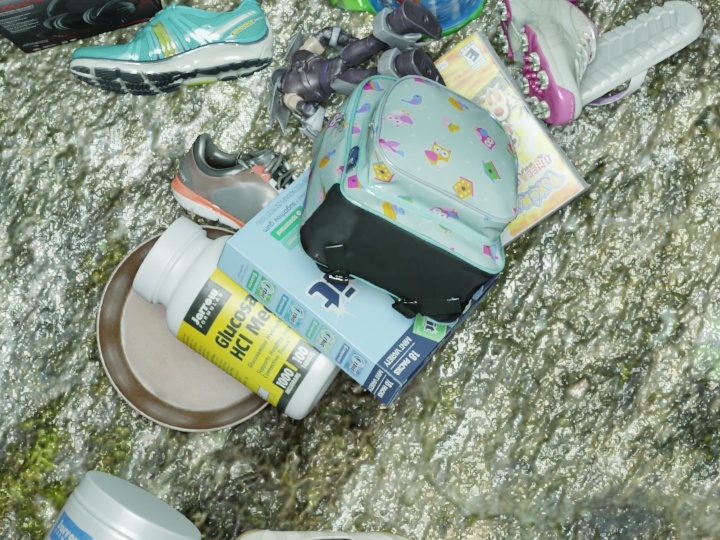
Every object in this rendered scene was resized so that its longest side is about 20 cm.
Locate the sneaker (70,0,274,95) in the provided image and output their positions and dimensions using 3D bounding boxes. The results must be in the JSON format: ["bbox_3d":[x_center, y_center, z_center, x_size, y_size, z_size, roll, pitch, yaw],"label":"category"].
[{"bbox_3d":[-0.185,-0.220,1.460,0.200,0.078,0.080,-10,81,-8],"label":"sneaker"}]

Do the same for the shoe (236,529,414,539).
[{"bbox_3d":[-0.027,0.283,1.425,0.199,0.053,0.070,3,87,4],"label":"shoe"}]

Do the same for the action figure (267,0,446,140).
[{"bbox_3d":[-0.015,-0.187,1.416,0.200,0.069,0.130,-10,63,39],"label":"action figure"}]

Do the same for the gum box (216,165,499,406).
[{"bbox_3d":[0.000,0.000,1.351,0.200,0.045,0.170,38,52,8],"label":"gum box"}]

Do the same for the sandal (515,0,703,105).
[{"bbox_3d":[0.239,-0.189,1.435,0.202,0.083,0.050,-25,130,10],"label":"sandal"}]

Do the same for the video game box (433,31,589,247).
[{"bbox_3d":[0.084,-0.095,1.423,0.200,0.047,0.182,-36,87,16],"label":"video game box"}]

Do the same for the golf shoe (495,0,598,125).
[{"bbox_3d":[0.186,-0.207,1.387,0.091,0.075,0.200,-7,41,-6],"label":"golf shoe"}]

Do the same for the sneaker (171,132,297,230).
[{"bbox_3d":[-0.085,-0.071,1.425,0.200,0.077,0.082,22,117,5],"label":"sneaker"}]

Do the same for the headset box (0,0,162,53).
[{"bbox_3d":[-0.281,-0.277,1.400,0.148,0.200,0.077,-15,86,2],"label":"headset box"}]

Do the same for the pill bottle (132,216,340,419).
[{"bbox_3d":[-0.106,0.040,1.382,0.200,0.112,0.113,34,89,4],"label":"pill bottle"}]

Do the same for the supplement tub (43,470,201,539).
[{"bbox_3d":[-0.253,0.305,1.401,0.132,0.132,0.200,29,89,5],"label":"supplement tub"}]

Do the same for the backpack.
[{"bbox_3d":[0.045,-0.080,1.299,0.176,0.200,0.153,23,125,-17],"label":"backpack"}]

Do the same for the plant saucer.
[{"bbox_3d":[-0.156,0.057,1.457,0.200,0.034,0.201,0,86,2],"label":"plant saucer"}]

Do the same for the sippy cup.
[{"bbox_3d":[0.061,-0.299,1.415,0.140,0.130,0.178,36,89,4],"label":"sippy cup"}]
